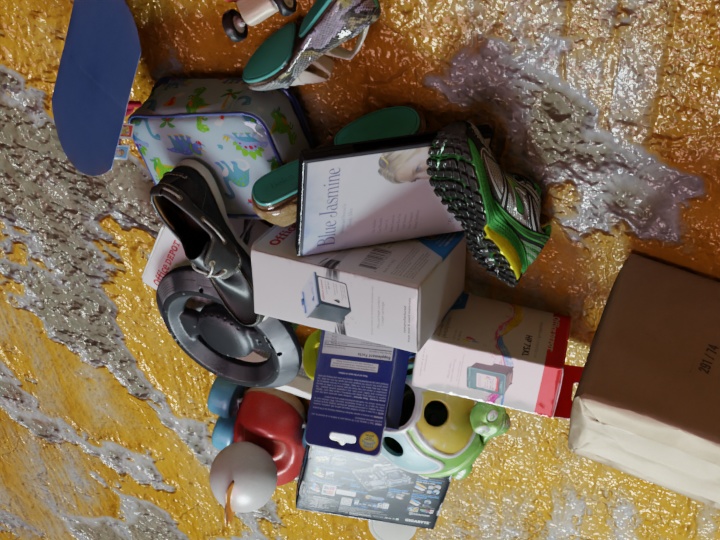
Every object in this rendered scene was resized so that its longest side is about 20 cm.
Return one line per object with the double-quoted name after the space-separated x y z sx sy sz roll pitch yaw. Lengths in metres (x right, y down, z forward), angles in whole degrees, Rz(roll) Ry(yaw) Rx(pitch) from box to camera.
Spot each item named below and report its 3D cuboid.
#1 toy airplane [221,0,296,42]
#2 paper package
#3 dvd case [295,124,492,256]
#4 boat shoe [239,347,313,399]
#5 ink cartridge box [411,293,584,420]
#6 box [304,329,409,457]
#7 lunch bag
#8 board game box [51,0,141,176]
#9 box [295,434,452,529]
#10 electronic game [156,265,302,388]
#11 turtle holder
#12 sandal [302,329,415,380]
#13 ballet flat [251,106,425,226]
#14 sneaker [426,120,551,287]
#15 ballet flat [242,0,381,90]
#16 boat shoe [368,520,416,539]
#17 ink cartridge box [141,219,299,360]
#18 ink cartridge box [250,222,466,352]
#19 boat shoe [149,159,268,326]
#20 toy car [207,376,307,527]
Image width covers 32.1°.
-0.144 -0.312 1.125 0.197 0.143 0.200 -2 157 -12 "toy airplane"
0.318 0.109 1.243 0.188 0.201 0.104 20 142 12 "paper package"
0.032 -0.080 1.274 0.197 0.018 0.144 -9 142 -12 "dvd case"
-0.082 0.131 1.647 0.198 0.073 0.069 13 161 25 "boat shoe"
0.164 0.092 1.373 0.197 0.116 0.068 12 119 8 "ink cartridge box"
0.000 0.112 1.465 0.120 0.203 0.032 4 170 40 "box"
-0.147 -0.131 1.377 0.198 0.083 0.162 2 134 31 "lunch bag"
-0.273 -0.204 1.351 0.158 0.039 0.202 41 121 41 "board game box"
0.022 0.265 1.664 0.197 0.046 0.160 9 129 -5 "box"
-0.159 0.070 1.504 0.198 0.042 0.201 21 143 16 "electronic game"
0.086 0.182 1.493 0.185 0.142 0.131 36 -174 40 "turtle holder"
0.025 0.085 1.528 0.198 0.081 0.087 -19 157 37 "sandal"
-0.017 -0.101 1.295 0.198 0.068 0.072 -30 147 3 "ballet flat"
0.131 -0.079 1.255 0.078 0.085 0.201 28 158 43 "sneaker"
-0.044 -0.219 1.227 0.072 0.072 0.200 41 143 -14 "ballet flat"
0.023 0.317 1.787 0.073 0.061 0.201 -30 129 2 "boat shoe"
-0.153 0.004 1.530 0.199 0.085 0.146 33 144 -3 "ink cartridge box"
0.000 0.000 1.363 0.197 0.146 0.087 11 120 23 "ink cartridge box"
-0.165 -0.018 1.368 0.071 0.068 0.202 -12 115 35 "boat shoe"
-0.151 0.277 1.741 0.182 0.201 0.178 20 142 13 "toy car"
